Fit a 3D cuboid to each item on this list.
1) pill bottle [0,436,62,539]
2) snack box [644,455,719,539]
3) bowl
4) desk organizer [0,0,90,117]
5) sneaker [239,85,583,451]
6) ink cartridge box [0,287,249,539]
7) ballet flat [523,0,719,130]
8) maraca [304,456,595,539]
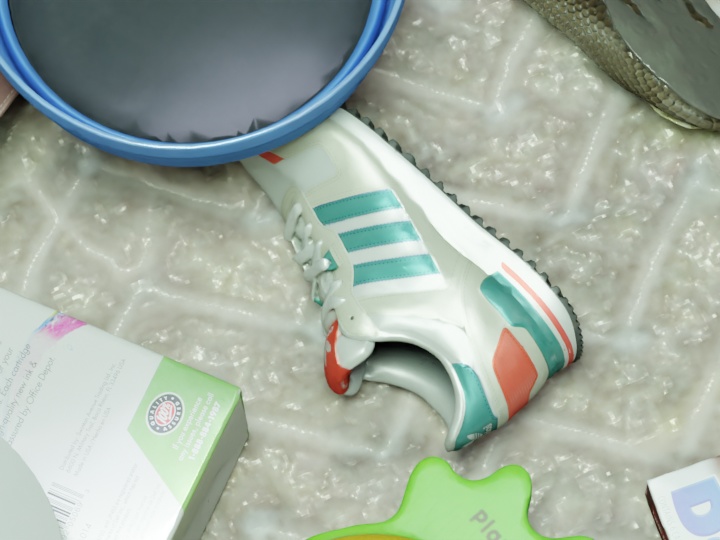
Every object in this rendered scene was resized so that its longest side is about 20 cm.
[{"bbox_3d":[-0.224,0.145,1.196,0.200,0.111,0.111,-34,69,19],"label":"pill bottle"},{"bbox_3d":[0.192,0.173,1.255,0.072,0.024,0.200,-19,70,-4],"label":"snack box"},{"bbox_3d":[-0.078,-0.139,1.306,0.200,0.039,0.201,0,69,0],"label":"bowl"},{"bbox_3d":[-0.170,-0.115,1.357,0.077,0.072,0.200,32,73,11],"label":"desk organizer"},{"bbox_3d":[0.000,0.000,1.304,0.200,0.070,0.093,40,69,13],"label":"sneaker"},{"bbox_3d":[-0.164,0.074,1.284,0.200,0.067,0.117,23,72,10],"label":"ink cartridge box"},{"bbox_3d":[0.104,-0.131,1.370,0.200,0.046,0.067,41,44,10],"label":"ballet flat"},{"bbox_3d":[0.012,0.164,1.221,0.200,0.107,0.137,-40,72,-13],"label":"maraca"}]
